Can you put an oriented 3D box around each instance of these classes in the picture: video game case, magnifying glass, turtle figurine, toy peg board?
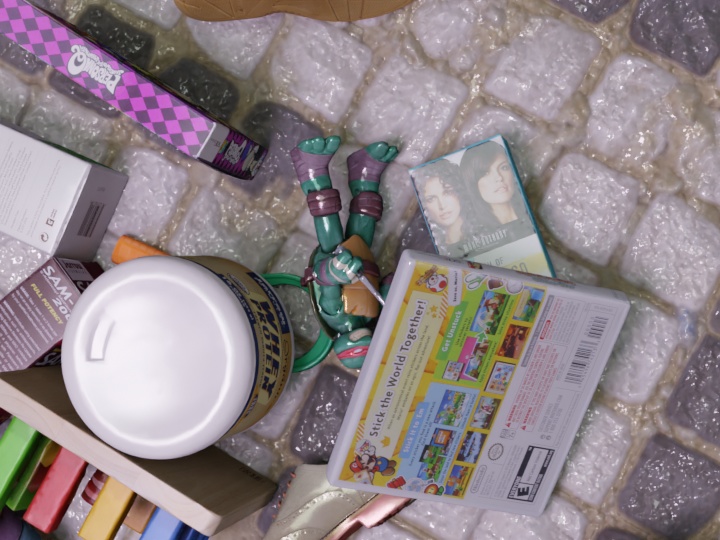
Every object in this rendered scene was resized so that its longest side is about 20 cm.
[{"bbox_3d":[-0.179,-0.142,1.294,0.199,0.181,0.036,33,93,9],"label":"video game case"},{"bbox_3d":[-0.112,0.021,1.361,0.199,0.022,0.080,23,92,7],"label":"magnifying glass"},{"bbox_3d":[0.087,0.089,1.246,0.181,0.023,0.201,11,116,-18],"label":"video game case"},{"bbox_3d":[0.000,0.000,1.293,0.100,0.149,0.202,-15,77,26],"label":"turtle figurine"},{"bbox_3d":[-0.189,0.167,1.277,0.198,0.200,0.098,31,94,9],"label":"toy peg board"}]

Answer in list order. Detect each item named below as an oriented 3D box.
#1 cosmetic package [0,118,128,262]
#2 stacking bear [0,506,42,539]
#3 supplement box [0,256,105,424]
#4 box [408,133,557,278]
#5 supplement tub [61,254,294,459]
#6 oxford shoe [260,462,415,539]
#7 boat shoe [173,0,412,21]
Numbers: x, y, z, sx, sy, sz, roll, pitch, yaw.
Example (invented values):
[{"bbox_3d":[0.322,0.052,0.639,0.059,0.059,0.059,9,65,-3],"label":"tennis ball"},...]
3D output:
[{"bbox_3d":[-0.306,-0.083,1.351,0.199,0.108,0.085,25,92,8],"label":"cosmetic package"},{"bbox_3d":[-0.281,0.273,1.320,0.121,0.114,0.201,-24,111,22],"label":"stacking bear"},{"bbox_3d":[-0.289,0.074,1.342,0.200,0.109,0.061,-40,83,7],"label":"supplement box"},{"bbox_3d":[0.110,0.001,1.309,0.082,0.049,0.201,-21,85,8],"label":"box"},{"bbox_3d":[-0.129,0.061,1.251,0.143,0.200,0.146,0,91,10],"label":"supplement tub"},{"bbox_3d":[-0.042,0.196,1.322,0.199,0.071,0.074,-32,80,-4],"label":"oxford shoe"},{"bbox_3d":[-0.051,-0.247,1.334,0.198,0.071,0.070,0,59,1],"label":"boat shoe"}]
